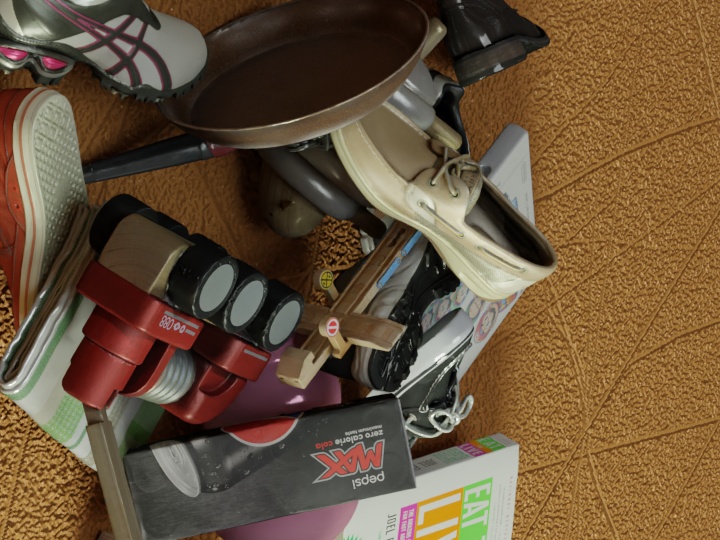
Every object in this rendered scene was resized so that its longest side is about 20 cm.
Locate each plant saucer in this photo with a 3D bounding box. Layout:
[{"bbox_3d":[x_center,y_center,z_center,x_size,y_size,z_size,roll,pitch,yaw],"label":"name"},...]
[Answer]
[{"bbox_3d":[-0.046,-0.137,1.587,0.200,0.200,0.032,-40,127,-34],"label":"plant saucer"}]

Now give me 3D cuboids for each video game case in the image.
[{"bbox_3d":[0.087,0.005,1.840,0.182,0.024,0.200,-53,155,-25],"label":"video game case"}]

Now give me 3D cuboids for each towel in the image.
[{"bbox_3d":[-0.179,0.055,1.583,0.150,0.031,0.200,-62,154,-15],"label":"towel"}]

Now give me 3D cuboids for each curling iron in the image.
[{"bbox_3d":[-0.102,-0.089,1.593,0.199,0.050,0.026,-10,109,-7],"label":"curling iron"}]

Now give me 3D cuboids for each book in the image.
[{"bbox_3d":[0.044,0.217,1.865,0.200,0.048,0.134,-14,120,-41],"label":"book"}]

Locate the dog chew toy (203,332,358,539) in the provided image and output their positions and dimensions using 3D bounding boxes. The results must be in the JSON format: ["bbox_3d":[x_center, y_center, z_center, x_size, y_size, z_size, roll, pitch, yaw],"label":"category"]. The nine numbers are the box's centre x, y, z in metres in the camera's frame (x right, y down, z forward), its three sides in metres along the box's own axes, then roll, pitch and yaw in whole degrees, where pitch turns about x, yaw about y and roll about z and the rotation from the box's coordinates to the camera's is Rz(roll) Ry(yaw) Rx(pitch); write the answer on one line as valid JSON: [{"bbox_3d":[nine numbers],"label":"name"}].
[{"bbox_3d":[-0.066,0.108,1.687,0.124,0.124,0.201,-15,102,-44],"label":"dog chew toy"}]

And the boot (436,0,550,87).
[{"bbox_3d":[0.080,-0.241,1.782,0.175,0.069,0.200,65,14,-6],"label":"boot"}]

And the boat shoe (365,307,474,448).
[{"bbox_3d":[0.049,0.099,1.750,0.068,0.199,0.074,44,49,4],"label":"boat shoe"}]

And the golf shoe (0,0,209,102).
[{"bbox_3d":[-0.166,-0.168,1.516,0.200,0.077,0.088,2,128,-50],"label":"golf shoe"}]

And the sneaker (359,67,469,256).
[{"bbox_3d":[0.046,-0.067,1.793,0.074,0.080,0.201,-26,119,-43],"label":"sneaker"}]

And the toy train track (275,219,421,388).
[{"bbox_3d":[0.000,0.000,1.619,0.200,0.114,0.033,-52,132,-29],"label":"toy train track"}]

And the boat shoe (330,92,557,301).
[{"bbox_3d":[0.060,-0.059,1.603,0.200,0.065,0.072,45,48,-21],"label":"boat shoe"}]

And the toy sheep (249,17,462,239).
[{"bbox_3d":[-0.004,-0.107,1.687,0.200,0.138,0.138,-52,135,4],"label":"toy sheep"}]

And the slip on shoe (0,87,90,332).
[{"bbox_3d":[-0.224,-0.036,1.528,0.074,0.061,0.201,-46,143,-47],"label":"slip on shoe"}]

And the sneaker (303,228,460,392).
[{"bbox_3d":[0.022,0.004,1.677,0.200,0.079,0.074,-56,143,-40],"label":"sneaker"}]

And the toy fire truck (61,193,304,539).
[{"bbox_3d":[-0.135,0.076,1.524,0.200,0.128,0.176,-59,156,0],"label":"toy fire truck"}]

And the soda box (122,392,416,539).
[{"bbox_3d":[-0.064,0.140,1.601,0.199,0.063,0.071,-12,91,-3],"label":"soda box"}]

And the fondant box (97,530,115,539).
[{"bbox_3d":[-0.098,0.268,1.625,0.144,0.200,0.058,49,64,-41],"label":"fondant box"}]
